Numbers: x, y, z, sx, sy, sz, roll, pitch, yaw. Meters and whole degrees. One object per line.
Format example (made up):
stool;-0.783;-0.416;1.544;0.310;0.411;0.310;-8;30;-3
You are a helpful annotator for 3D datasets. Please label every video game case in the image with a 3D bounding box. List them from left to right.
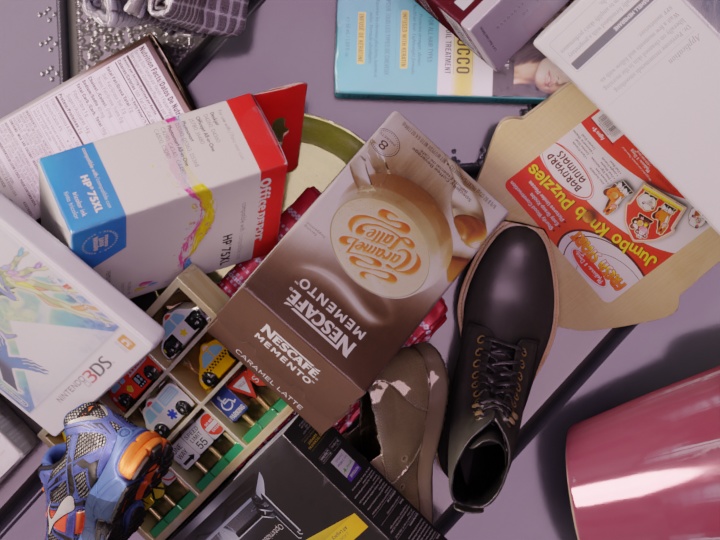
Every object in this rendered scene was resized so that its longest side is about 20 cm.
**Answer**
video game case;-0.251;0.019;1.509;0.200;0.182;0.022;41;52;-8

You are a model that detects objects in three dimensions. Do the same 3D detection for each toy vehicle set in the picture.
toy vehicle set;-0.135;0.101;1.575;0.124;0.027;0.200;43;124;-1

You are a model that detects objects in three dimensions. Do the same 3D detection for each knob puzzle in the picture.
knob puzzle;0.168;-0.042;1.617;0.219;0.030;0.220;1;111;2

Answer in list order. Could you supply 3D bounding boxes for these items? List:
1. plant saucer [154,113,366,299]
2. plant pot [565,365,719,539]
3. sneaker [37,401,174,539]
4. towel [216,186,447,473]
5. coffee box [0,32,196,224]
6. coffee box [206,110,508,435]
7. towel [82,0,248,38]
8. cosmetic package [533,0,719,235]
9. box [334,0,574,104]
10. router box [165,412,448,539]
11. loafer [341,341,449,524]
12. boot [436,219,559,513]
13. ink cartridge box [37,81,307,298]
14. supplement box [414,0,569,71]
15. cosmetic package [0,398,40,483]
plant saucer;-0.060;-0.018;1.624;0.199;0.031;0.201;0;91;-2
plant pot;0.249;0.158;1.564;0.179;0.200;0.201;-11;91;14
sneaker;-0.197;0.161;1.569;0.078;0.075;0.200;42;134;11
towel;-0.049;0.055;1.600;0.145;0.022;0.200;42;90;-1
coffee box;-0.215;-0.088;1.579;0.200;0.113;0.080;-30;92;-1
coffee box;0.000;0.000;1.524;0.114;0.080;0.200;41;56;-3
towel;-0.114;-0.256;1.482;0.085;0.166;0.201;15;96;7
cosmetic package;0.264;-0.163;1.532;0.200;0.199;0.123;46;134;-3
box;0.081;-0.167;1.614;0.199;0.049;0.083;1;91;-1
router box;-0.049;0.215;1.571;0.157;0.052;0.200;45;122;-2
loafer;0.016;0.146;1.589;0.067;0.076;0.201;2;106;-16
boot;0.103;0.071;1.563;0.077;0.138;0.201;9;99;0
ink cartridge box;-0.120;-0.051;1.521;0.200;0.116;0.067;-19;63;-17
supplement box;0.066;-0.243;1.554;0.109;0.061;0.200;-44;54;0
cosmetic package;-0.344;0.095;1.594;0.200;0.090;0.107;44;94;-4
